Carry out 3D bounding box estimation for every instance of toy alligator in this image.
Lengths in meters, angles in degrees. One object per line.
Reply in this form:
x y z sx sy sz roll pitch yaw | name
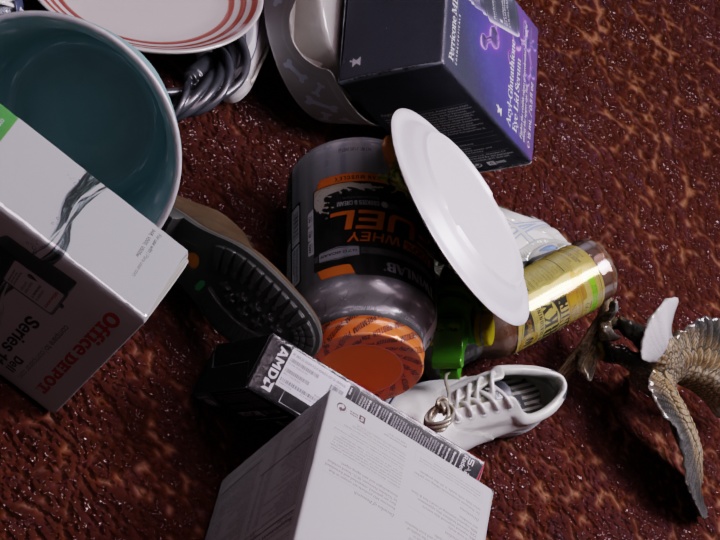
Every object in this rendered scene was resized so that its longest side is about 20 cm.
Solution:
0.076 0.044 1.552 0.200 0.059 0.054 -74 157 -47 | toy alligator

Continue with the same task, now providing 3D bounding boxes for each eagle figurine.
0.285 0.106 1.711 0.200 0.152 0.151 37 20 -5 | eagle figurine

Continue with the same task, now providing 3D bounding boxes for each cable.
-0.171 -0.181 1.557 0.163 0.051 0.200 -1 45 -21 | cable

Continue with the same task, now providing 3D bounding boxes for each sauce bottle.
0.134 0.038 1.643 0.200 0.065 0.065 -28 78 -27 | sauce bottle

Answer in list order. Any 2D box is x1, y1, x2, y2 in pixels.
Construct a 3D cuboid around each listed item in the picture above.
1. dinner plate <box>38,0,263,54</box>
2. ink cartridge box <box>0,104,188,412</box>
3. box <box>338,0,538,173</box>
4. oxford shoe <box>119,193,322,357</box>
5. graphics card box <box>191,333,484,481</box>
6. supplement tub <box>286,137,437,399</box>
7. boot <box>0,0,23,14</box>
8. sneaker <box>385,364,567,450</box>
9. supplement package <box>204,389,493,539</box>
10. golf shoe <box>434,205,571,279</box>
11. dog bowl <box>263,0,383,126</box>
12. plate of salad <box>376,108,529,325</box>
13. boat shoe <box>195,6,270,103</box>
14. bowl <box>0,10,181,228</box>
-0.180 -0.235 1.556 0.200 0.024 0.200 10 43 -10 | dinner plate
-0.243 -0.013 1.314 0.200 0.147 0.083 38 42 -10 | ink cartridge box
0.073 -0.194 1.690 0.200 0.104 0.148 39 49 -54 | box
-0.099 -0.003 1.466 0.200 0.073 0.084 39 27 17 | oxford shoe
-0.018 0.119 1.422 0.200 0.125 0.051 31 73 -17 | graphics card box
0.000 0.000 1.540 0.122 0.123 0.200 22 46 -28 | supplement tub
-0.294 -0.219 1.479 0.073 0.090 0.200 -8 64 -45 | boot
0.092 0.110 1.572 0.200 0.071 0.073 -12 67 -45 | sneaker
-0.021 0.226 1.314 0.152 0.151 0.200 33 41 -18 | supplement package
0.113 -0.020 1.715 0.200 0.078 0.097 8 36 -44 | golf shoe
-0.020 -0.224 1.695 0.200 0.059 0.200 31 55 -58 | dog bowl
0.074 -0.039 1.519 0.200 0.048 0.200 50 20 -26 | plate of salad
-0.104 -0.235 1.681 0.072 0.066 0.200 -2 51 7 | boat shoe
-0.218 -0.105 1.398 0.201 0.201 0.105 42 21 -7 | bowl
